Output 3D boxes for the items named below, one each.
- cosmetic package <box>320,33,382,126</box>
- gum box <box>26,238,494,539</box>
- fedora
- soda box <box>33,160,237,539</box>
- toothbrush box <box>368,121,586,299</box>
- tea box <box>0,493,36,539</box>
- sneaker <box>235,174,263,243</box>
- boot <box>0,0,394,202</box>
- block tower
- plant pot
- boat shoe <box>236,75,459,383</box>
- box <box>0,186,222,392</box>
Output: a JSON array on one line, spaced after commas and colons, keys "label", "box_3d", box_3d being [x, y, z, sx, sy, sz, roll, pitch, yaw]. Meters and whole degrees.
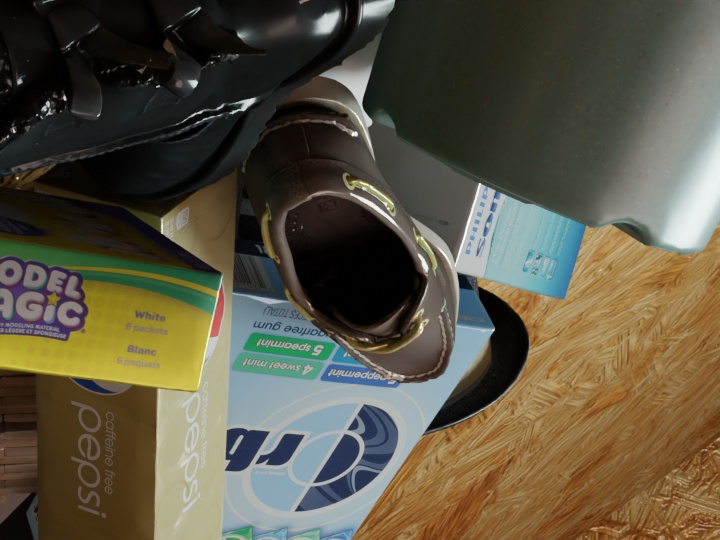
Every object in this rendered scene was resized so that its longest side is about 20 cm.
[{"label": "cosmetic package", "box_3d": [-0.030, -0.124, 0.720, 0.051, 0.083, 0.200, -33, 162, -17]}, {"label": "gum box", "box_3d": [-0.053, 0.078, 0.913, 0.169, 0.045, 0.200, 9, 128, -34]}, {"label": "fedora", "box_3d": [0.005, 0.019, 1.070, 0.200, 0.200, 0.092, -26, 128, -36]}, {"label": "soda box", "box_3d": [-0.099, 0.046, 0.789, 0.068, 0.064, 0.201, -43, 143, -55]}, {"label": "toothbrush box", "box_3d": [0.063, -0.071, 0.929, 0.200, 0.085, 0.147, 10, 97, -69]}, {"label": "tea box", "box_3d": [-0.142, 0.192, 1.074, 0.134, 0.197, 0.200, -44, 162, 14]}, {"label": "sneaker", "box_3d": [-0.027, -0.033, 0.969, 0.200, 0.078, 0.078, -29, 127, -66]}, {"label": "boot", "box_3d": [-0.097, -0.059, 0.606, 0.162, 0.074, 0.198, -23, 177, -38]}, {"label": "block tower", "box_3d": [-0.180, 0.049, 0.859, 0.054, 0.058, 0.200, -2, 153, -12]}, {"label": "plant pot", "box_3d": [0.102, -0.124, 0.693, 0.200, 0.200, 0.197, 1, 115, -63]}, {"label": "boat shoe", "box_3d": [0.000, 0.000, 0.773, 0.072, 0.060, 0.200, -17, 143, 7]}, {"label": "box", "box_3d": [-0.160, -0.007, 0.604, 0.199, 0.117, 0.049, 7, 100, -28]}]
